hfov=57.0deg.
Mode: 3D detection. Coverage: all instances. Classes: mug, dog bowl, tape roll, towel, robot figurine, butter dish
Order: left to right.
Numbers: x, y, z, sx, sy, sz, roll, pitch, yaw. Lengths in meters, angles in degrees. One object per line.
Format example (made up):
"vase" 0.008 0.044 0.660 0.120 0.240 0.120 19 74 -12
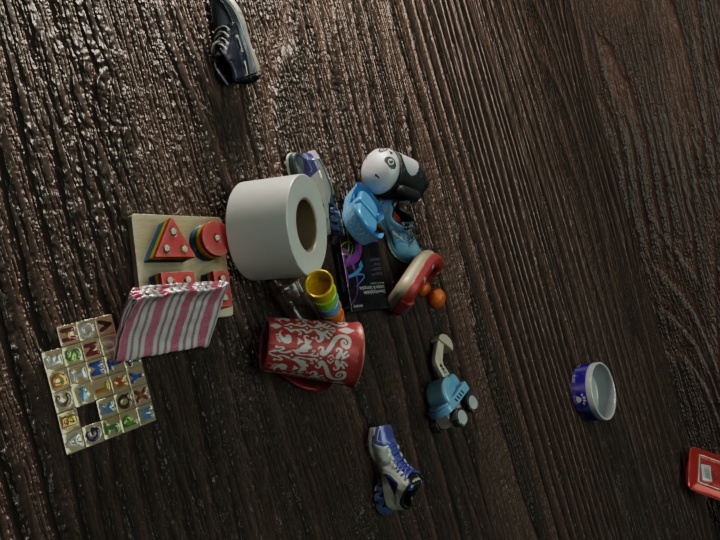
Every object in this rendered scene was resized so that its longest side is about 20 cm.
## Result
"towel" -0.332 0.091 1.175 0.198 0.030 0.148 -5 127 -46
"tape roll" -0.167 -0.086 1.349 0.202 0.136 0.208 -5 90 -71
"mug" -0.107 0.183 1.368 0.196 0.133 0.181 9 103 -18
"dog bowl" 0.005 -0.135 1.608 0.112 0.049 0.201 47 23 -22
"robot figurine" 0.092 -0.245 1.729 0.198 0.148 0.128 14 81 -44
"dog bowl" 0.834 0.434 2.370 0.198 0.078 0.205 17 67 -43
"butter dish" 1.514 0.913 2.926 0.195 0.149 0.203 19 59 3

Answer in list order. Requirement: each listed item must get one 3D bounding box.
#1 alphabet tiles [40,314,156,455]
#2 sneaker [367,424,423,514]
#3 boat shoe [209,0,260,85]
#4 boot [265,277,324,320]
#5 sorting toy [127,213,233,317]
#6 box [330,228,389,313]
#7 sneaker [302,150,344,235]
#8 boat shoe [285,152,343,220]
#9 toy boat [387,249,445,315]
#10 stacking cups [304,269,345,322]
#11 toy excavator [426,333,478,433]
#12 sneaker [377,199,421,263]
"alphabet tiles" -0.443 0.183 1.123 0.165 0.007 0.205 -15 90 -48
"sneaker" 0.089 0.456 1.525 0.080 0.114 0.204 1 79 -49
"boat shoe" -0.289 -0.497 1.428 0.093 0.074 0.203 -40 109 -53
"boot" -0.103 0.072 1.477 0.185 0.064 0.203 -36 103 -33
"sorting toy" -0.325 -0.010 1.258 0.198 0.069 0.204 -2 80 -47
"box" 0.000 0.000 1.629 0.141 0.036 0.205 -3 82 -47
"sneaker" -0.112 -0.153 1.477 0.113 0.081 0.203 -19 114 -4
"boat shoe" -0.106 -0.188 1.548 0.075 0.061 0.203 -36 106 -44
"toy boat" 0.162 0.046 1.699 0.130 0.131 0.201 35 50 2
"stacking cups" -0.066 0.065 1.385 0.201 0.059 0.062 69 26 -65
"toy excavator" 0.224 0.294 1.753 0.194 0.099 0.202 -38 98 -47
"sneaker" 0.109 -0.102 1.734 0.201 0.089 0.079 53 47 -25
